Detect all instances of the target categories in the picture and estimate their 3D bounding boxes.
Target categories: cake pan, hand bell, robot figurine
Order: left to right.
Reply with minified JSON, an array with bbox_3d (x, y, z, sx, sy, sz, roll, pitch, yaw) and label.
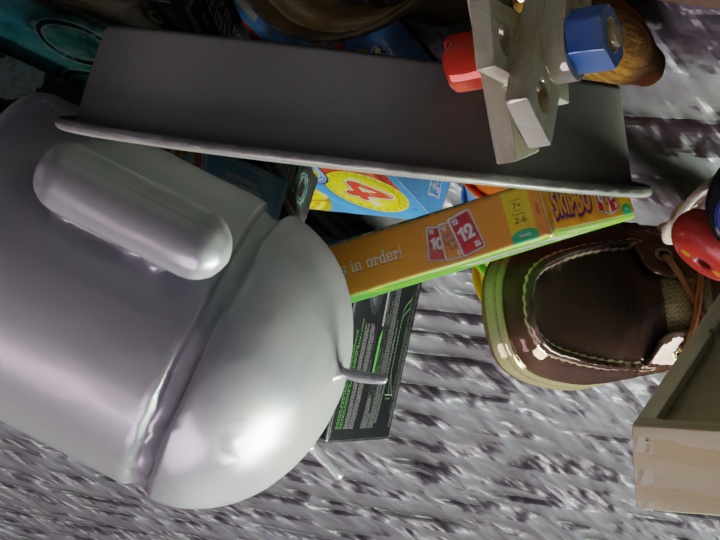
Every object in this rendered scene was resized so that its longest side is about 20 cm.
[{"bbox_3d":[-0.087,0.012,0.942,0.199,0.113,0.170,27,157,2],"label":"robot figurine"},{"bbox_3d":[0.000,-0.053,0.872,0.199,0.037,0.200,7,-176,-1],"label":"cake pan"},{"bbox_3d":[0.054,-0.100,0.926,0.104,0.105,0.200,3,168,38],"label":"hand bell"}]

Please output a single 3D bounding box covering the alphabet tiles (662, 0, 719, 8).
[{"bbox_3d":[0.081,-0.137,0.906,0.199,0.008,0.167,10,159,22],"label":"alphabet tiles"}]

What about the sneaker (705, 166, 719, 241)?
[{"bbox_3d":[0.177,-0.052,0.828,0.089,0.200,0.079,17,121,36],"label":"sneaker"}]

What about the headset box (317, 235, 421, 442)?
[{"bbox_3d":[-0.074,0.021,1.260,0.173,0.093,0.200,12,179,11],"label":"headset box"}]

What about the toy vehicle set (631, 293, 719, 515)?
[{"bbox_3d":[0.170,0.020,0.797,0.124,0.200,0.027,3,113,24],"label":"toy vehicle set"}]

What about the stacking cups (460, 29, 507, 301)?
[{"bbox_3d":[0.071,-0.039,1.115,0.060,0.061,0.200,14,159,12],"label":"stacking cups"}]

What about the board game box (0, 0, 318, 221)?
[{"bbox_3d":[-0.100,-0.079,1.027,0.134,0.028,0.200,13,161,16],"label":"board game box"}]

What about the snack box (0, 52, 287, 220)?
[{"bbox_3d":[-0.140,-0.048,1.048,0.199,0.037,0.116,24,162,-17],"label":"snack box"}]

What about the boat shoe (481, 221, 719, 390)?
[{"bbox_3d":[0.135,0.010,1.104,0.199,0.073,0.072,2,170,-44],"label":"boat shoe"}]

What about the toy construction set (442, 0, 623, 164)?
[{"bbox_3d":[0.115,-0.106,0.761,0.199,0.092,0.132,-14,114,11],"label":"toy construction set"}]

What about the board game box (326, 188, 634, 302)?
[{"bbox_3d":[0.000,0.000,1.029,0.199,0.030,0.095,-20,177,25],"label":"board game box"}]

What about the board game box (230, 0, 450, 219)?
[{"bbox_3d":[-0.082,-0.096,1.096,0.195,0.056,0.200,7,158,31],"label":"board game box"}]

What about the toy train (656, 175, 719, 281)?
[{"bbox_3d":[0.184,-0.012,0.998,0.115,0.085,0.200,35,166,3],"label":"toy train"}]
